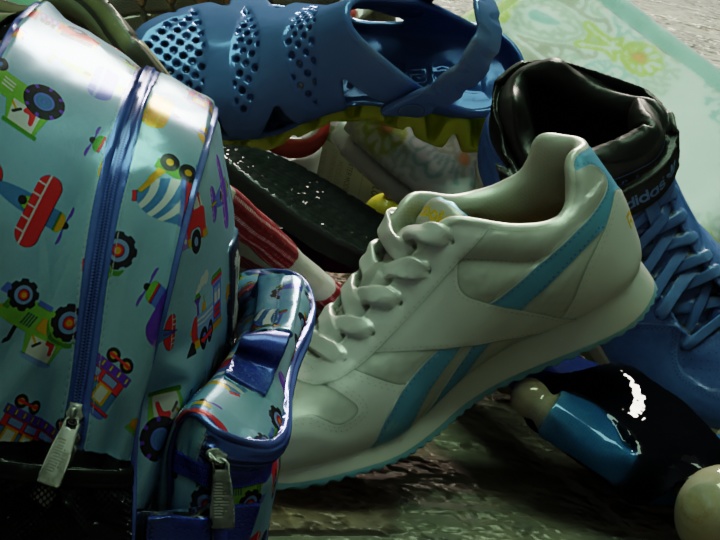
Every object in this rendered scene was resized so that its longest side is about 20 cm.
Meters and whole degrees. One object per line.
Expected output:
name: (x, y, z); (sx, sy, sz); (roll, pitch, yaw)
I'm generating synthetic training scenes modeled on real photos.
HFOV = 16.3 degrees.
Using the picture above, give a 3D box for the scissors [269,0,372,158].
scissors: (-0.020, -0.127, 1.265); (0.073, 0.014, 0.200); (25, 51, 8)

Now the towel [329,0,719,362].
towel: (0.108, -0.056, 1.250); (0.200, 0.048, 0.171); (40, 60, 17)

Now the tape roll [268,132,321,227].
tape roll: (-0.123, -0.050, 1.264); (0.201, 0.071, 0.203); (10, 17, -3)

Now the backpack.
backpack: (-0.084, 0.024, 0.794); (0.134, 0.201, 0.183); (11, 15, 0)

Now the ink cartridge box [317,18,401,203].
ink cartridge box: (0.030, -0.077, 1.381); (0.199, 0.059, 0.104); (23, 50, 9)

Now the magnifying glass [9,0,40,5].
magnifying glass: (-0.174, -0.123, 1.261); (0.199, 0.023, 0.079); (5, -25, -44)

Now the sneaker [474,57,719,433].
sneaker: (0.126, -0.012, 1.124); (0.077, 0.111, 0.200); (-34, 68, -14)

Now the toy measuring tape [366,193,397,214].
toy measuring tape: (0.093, -0.013, 1.272); (0.199, 0.074, 0.073); (17, 17, 23)

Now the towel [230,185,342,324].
towel: (-0.064, -0.011, 1.072); (0.144, 0.023, 0.200); (23, -13, 39)

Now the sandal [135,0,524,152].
sandal: (-0.012, -0.103, 1.179); (0.199, 0.080, 0.087); (-4, -22, -9)

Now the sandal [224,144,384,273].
sandal: (0.001, 0.001, 1.171); (0.200, 0.048, 0.075); (28, 14, -41)

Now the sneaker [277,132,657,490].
sneaker: (0.020, 0.017, 1.006); (0.199, 0.081, 0.076); (-30, 25, -17)

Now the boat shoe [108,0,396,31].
boat shoe: (-0.070, -0.116, 1.292); (0.199, 0.075, 0.073); (-2, 5, -43)

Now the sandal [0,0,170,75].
sandal: (-0.145, -0.084, 1.140); (0.200, 0.057, 0.080); (8, -36, 51)

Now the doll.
doll: (0.109, 0.065, 1.058); (0.136, 0.049, 0.200); (16, 12, -33)
